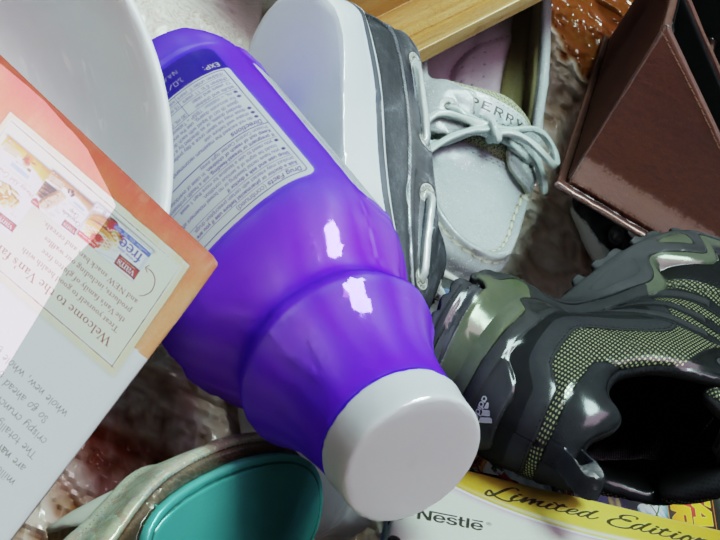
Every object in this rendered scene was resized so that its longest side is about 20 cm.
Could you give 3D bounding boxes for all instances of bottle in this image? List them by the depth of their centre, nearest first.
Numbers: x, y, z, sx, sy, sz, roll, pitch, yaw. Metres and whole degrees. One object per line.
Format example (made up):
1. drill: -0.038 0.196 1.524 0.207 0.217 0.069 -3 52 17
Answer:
1. bottle: -0.029 0.001 0.775 0.065 0.084 0.200 40 7 -45

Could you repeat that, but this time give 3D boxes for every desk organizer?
1. desk organizer: 0.139 -0.080 0.985 0.072 0.077 0.200 30 24 -2

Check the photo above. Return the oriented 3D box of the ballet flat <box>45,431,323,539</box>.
1. ballet flat: -0.086 0.100 0.719 0.200 0.062 0.068 -36 128 -51

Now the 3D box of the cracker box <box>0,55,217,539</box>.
1. cracker box: -0.150 0.030 0.654 0.134 0.058 0.200 44 62 -15

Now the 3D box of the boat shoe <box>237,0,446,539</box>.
1. boat shoe: 0.000 0.000 0.852 0.068 0.072 0.201 16 60 -41

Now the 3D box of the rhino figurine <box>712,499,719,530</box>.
1. rhino figurine: 0.179 0.041 0.933 0.060 0.087 0.201 18 79 -57

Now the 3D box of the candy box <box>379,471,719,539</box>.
1. candy box: 0.062 0.145 0.700 0.136 0.061 0.200 13 29 -1

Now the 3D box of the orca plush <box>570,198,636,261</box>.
1. orca plush: 0.171 0.031 0.986 0.105 0.071 0.201 -14 70 -46

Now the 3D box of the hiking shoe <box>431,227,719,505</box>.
1. hiking shoe: 0.104 0.044 0.831 0.200 0.076 0.101 -11 43 -47

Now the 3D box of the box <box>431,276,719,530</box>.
1. box: 0.075 0.109 0.869 0.137 0.040 0.201 20 49 -31

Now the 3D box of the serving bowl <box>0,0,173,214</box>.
1. serving bowl: -0.160 -0.038 0.734 0.199 0.066 0.201 6 77 -29

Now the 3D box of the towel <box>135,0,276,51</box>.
1. towel: -0.113 -0.111 0.874 0.199 0.034 0.133 15 50 -32

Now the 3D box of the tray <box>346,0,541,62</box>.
1. tray: 0.064 -0.154 0.923 0.199 0.099 0.037 -29 48 -18

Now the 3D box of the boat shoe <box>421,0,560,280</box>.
1. boat shoe: 0.045 -0.077 0.962 0.074 0.065 0.203 30 44 -20
